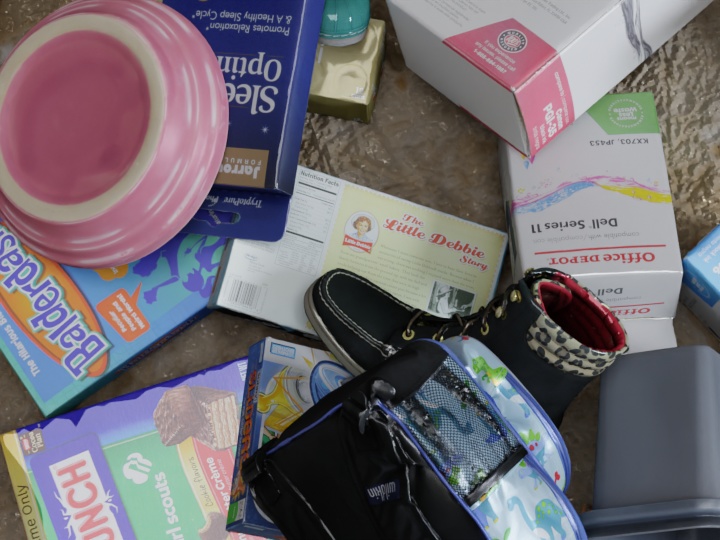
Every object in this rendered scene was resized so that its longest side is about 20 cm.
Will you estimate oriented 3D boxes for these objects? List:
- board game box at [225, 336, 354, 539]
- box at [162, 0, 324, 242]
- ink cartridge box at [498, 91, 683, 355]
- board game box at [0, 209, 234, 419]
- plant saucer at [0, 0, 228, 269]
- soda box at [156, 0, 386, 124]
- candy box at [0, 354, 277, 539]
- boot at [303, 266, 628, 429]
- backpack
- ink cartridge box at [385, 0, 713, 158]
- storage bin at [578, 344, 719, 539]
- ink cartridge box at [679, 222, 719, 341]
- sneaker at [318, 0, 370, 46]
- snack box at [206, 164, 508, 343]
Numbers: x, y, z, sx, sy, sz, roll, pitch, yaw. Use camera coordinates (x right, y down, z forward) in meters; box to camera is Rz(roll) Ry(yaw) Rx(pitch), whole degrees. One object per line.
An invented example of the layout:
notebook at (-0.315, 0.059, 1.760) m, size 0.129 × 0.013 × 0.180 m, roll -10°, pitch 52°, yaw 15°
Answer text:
board game box at (0.010, 0.135, 1.622) m, size 0.199 × 0.034 × 0.136 m, roll 14°, pitch 70°, yaw -21°
box at (-0.095, -0.125, 1.632) m, size 0.121 × 0.032 × 0.201 m, roll 6°, pitch 84°, yaw 26°
ink cartridge box at (0.165, -0.027, 1.642) m, size 0.117 × 0.067 × 0.201 m, roll -4°, pitch 58°, yaw -2°
board game box at (-0.189, -0.007, 1.691) m, size 0.200 × 0.045 × 0.152 m, roll -35°, pitch 82°, yaw -4°
plant saucer at (-0.191, -0.103, 1.628) m, size 0.200 × 0.051 × 0.202 m, roll -5°, pitch 77°, yaw 24°
soda box at (-0.083, -0.165, 1.707) m, size 0.199 × 0.064 × 0.068 m, roll 11°, pitch 81°, yaw 3°
candy box at (-0.141, 0.169, 1.646) m, size 0.199 × 0.077 × 0.170 m, roll -18°, pitch 82°, yaw -2°
boot at (0.073, 0.036, 1.574) m, size 0.203 × 0.154 × 0.074 m, roll 38°, pitch 44°, yaw 0°
backpack at (0.054, 0.153, 1.514) m, size 0.147 × 0.183 × 0.200 m, roll -37°, pitch 91°, yaw -39°
ink cartridge box at (0.142, -0.199, 1.659) m, size 0.200 × 0.083 × 0.146 m, roll -40°, pitch 54°, yaw -14°
storage bin at (0.226, 0.140, 1.595) m, size 0.145 × 0.200 × 0.135 m, roll -10°, pitch 67°, yaw 28°
ink cartridge box at (0.315, 0.052, 1.639) m, size 0.068 × 0.116 × 0.200 m, roll -42°, pitch 82°, yaw -5°
sneaker at (-0.039, -0.255, 1.676) m, size 0.071 × 0.080 × 0.201 m, roll -10°, pitch 56°, yaw -15°
snack box at (0.000, 0.000, 1.667) m, size 0.199 × 0.037 × 0.117 m, roll 18°, pitch 81°, yaw -12°
